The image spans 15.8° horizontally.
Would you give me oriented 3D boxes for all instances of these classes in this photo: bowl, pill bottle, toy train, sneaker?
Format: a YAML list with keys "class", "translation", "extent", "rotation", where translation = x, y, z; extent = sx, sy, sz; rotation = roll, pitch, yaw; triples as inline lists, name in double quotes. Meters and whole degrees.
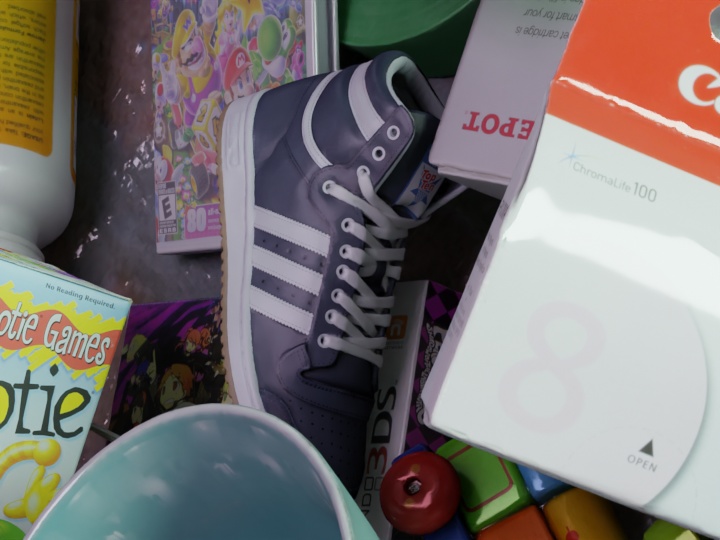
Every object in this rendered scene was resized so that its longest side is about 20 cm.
- class: "bowl"
  translation: [-0.049, 0.164, 1.010]
  extent: [0.200, 0.105, 0.202]
  rotation: [-24, 50, 32]
- class: "pill bottle"
  translation: [-0.204, -0.073, 1.355]
  extent: [0.111, 0.111, 0.201]
  rotation: [-20, 60, 37]
- class: "toy train"
  translation: [0.097, 0.136, 1.013]
  extent: [0.115, 0.085, 0.201]
  rotation: [-32, 56, 10]
- class: "sneaker"
  translation: [0.000, 0.000, 1.109]
  extent: [0.108, 0.070, 0.201]
  rotation: [-20, 64, 28]

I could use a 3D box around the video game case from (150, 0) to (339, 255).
- class: "video game case"
  translation: [-0.057, -0.111, 1.241]
  extent: [0.143, 0.018, 0.202]
  rotation: [-4, 86, 54]

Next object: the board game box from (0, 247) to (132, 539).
- class: "board game box"
  translation: [-0.194, 0.087, 1.162]
  extent: [0.105, 0.103, 0.201]
  rotation: [19, 91, 62]

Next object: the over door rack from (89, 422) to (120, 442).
- class: "over door rack"
  translation: [-0.119, 0.141, 1.177]
  extent: [0.200, 0.066, 0.149]
  rotation: [13, 84, 60]

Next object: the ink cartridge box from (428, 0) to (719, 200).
- class: "ink cartridge box"
  translation: [0.129, -0.115, 1.066]
  extent: [0.147, 0.085, 0.201]
  rotation: [14, 86, 48]

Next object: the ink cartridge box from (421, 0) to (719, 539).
- class: "ink cartridge box"
  translation: [0.131, -0.009, 0.960]
  extent: [0.057, 0.162, 0.201]
  rotation: [-106, 38, -77]

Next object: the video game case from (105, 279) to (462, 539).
- class: "video game case"
  translation: [-0.044, 0.100, 1.185]
  extent: [0.199, 0.036, 0.183]
  rotation: [-4, 71, 43]

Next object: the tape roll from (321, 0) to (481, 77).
- class: "tape roll"
  translation: [0.041, -0.192, 1.211]
  extent: [0.200, 0.048, 0.202]
  rotation: [-19, 61, 38]
